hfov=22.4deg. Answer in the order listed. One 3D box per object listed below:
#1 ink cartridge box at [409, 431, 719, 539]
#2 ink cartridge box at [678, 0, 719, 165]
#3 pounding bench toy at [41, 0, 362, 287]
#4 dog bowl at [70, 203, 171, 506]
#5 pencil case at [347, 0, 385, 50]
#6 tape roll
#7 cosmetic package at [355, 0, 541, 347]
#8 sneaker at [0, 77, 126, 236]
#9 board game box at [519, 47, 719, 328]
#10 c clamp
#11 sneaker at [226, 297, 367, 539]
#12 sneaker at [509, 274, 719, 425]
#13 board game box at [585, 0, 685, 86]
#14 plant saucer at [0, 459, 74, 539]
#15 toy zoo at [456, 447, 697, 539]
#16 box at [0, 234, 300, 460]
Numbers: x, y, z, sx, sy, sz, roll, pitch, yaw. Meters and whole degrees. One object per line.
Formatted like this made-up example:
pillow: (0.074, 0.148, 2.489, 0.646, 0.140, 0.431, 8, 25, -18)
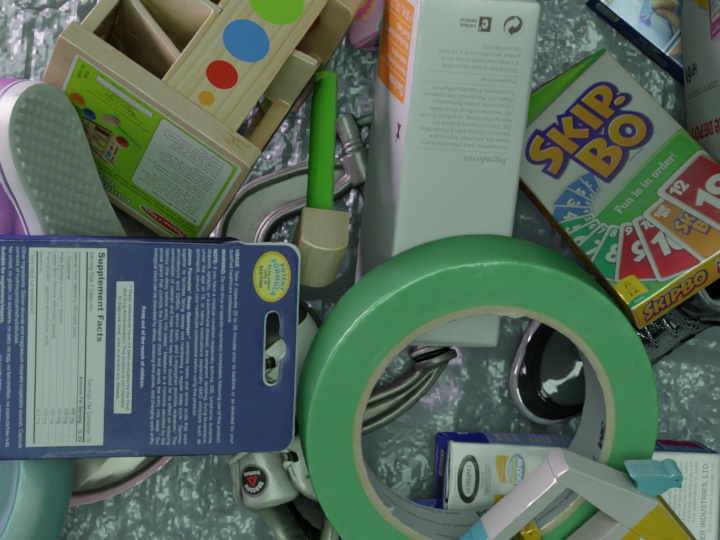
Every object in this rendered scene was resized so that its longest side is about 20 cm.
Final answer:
ink cartridge box: (0.113, 0.169, 1.113, 0.199, 0.076, 0.137, 3, 89, -4)
ink cartridge box: (0.240, -0.161, 1.051, 0.084, 0.145, 0.201, -5, 89, -3)
pounding bench toy: (-0.064, -0.101, 1.063, 0.200, 0.124, 0.156, 34, 59, -3)
dog bowl: (-0.183, 0.041, 1.109, 0.199, 0.059, 0.201, 0, 90, -4)
pencil case: (-0.009, -0.236, 1.110, 0.087, 0.087, 0.200, -26, 90, -3)
tape roll: (0.065, 0.082, 1.020, 0.200, 0.048, 0.201, -3, 110, -8)
cosmetic package: (0.047, -0.066, 1.048, 0.071, 0.101, 0.201, 2, 106, -11)
sneaker: (-0.197, -0.017, 1.055, 0.114, 0.073, 0.201, 5, 115, 37)
board game box: (0.150, -0.058, 1.080, 0.095, 0.200, 0.030, -33, 135, -3)
c clamp: (0.000, 0.000, 1.134, 0.170, 0.027, 0.201, -15, 90, -3)
sneaker: (-0.049, 0.091, 1.061, 0.074, 0.089, 0.200, -14, 117, 23)
sneaker: (0.177, 0.023, 1.099, 0.200, 0.114, 0.076, -37, 91, -2)
board game box: (0.261, -0.158, 1.143, 0.200, 0.034, 0.135, 40, 87, -2)
plant saucer: (-0.260, 0.111, 1.025, 0.200, 0.027, 0.201, -2, 82, 12)
toy zoo: (0.107, 0.177, 1.023, 0.131, 0.020, 0.200, 36, 109, -31)
box: (-0.133, 0.042, 0.994, 0.199, 0.032, 0.122, 1, 94, -17)
